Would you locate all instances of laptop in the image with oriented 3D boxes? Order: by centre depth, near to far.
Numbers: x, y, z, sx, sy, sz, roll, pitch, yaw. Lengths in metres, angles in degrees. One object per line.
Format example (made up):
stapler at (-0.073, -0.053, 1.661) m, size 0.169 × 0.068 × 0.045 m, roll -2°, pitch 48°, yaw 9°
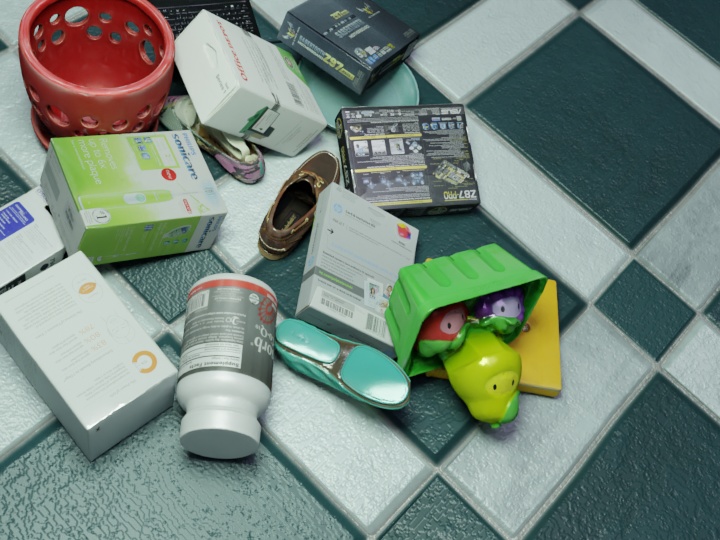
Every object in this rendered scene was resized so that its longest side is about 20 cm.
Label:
laptop at (-0.233, -0.395, 1.441) m, size 0.175 × 0.103 × 0.202 m, roll -10°, pitch 69°, yaw -21°

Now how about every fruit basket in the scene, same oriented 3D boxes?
fruit basket at (0.148, 0.087, 1.194) m, size 0.212 × 0.157 × 0.217 m, roll 9°, pitch 45°, yaw -9°

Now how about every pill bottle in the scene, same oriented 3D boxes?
pill bottle at (-0.162, 0.116, 1.138) m, size 0.114 × 0.116 × 0.202 m, roll 7°, pitch 58°, yaw -10°

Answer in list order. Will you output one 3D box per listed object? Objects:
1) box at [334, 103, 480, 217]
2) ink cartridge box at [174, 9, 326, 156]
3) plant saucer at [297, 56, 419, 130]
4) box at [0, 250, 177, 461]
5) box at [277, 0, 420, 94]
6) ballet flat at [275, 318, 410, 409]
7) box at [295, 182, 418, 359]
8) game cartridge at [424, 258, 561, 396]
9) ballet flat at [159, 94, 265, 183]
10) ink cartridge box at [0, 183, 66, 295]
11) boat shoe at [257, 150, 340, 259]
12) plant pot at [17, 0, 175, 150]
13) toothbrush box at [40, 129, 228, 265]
box at (0.070, -0.163, 1.391) m, size 0.197 × 0.049 × 0.164 m, roll -6°, pitch 75°, yaw -18°
ink cartridge box at (-0.158, -0.262, 1.331) m, size 0.199 × 0.084 × 0.147 m, roll 13°, pitch 45°, yaw -54°
plant saucer at (-0.007, -0.280, 1.474) m, size 0.197 × 0.036 × 0.202 m, roll 7°, pitch 57°, yaw -11°
box at (-0.327, 0.100, 1.114) m, size 0.124 × 0.098 × 0.200 m, roll -33°, pitch 71°, yaw -30°
box at (-0.014, -0.362, 1.442) m, size 0.157 × 0.051 × 0.200 m, roll 35°, pitch 38°, yaw 7°
ballet flat at (-0.021, 0.123, 1.193) m, size 0.198 × 0.071 × 0.068 m, roll 25°, pitch 66°, yaw 16°
box at (0.000, 0.000, 1.267) m, size 0.155 × 0.041 × 0.202 m, roll 27°, pitch 54°, yaw -25°
game cartridge at (0.180, 0.078, 1.307) m, size 0.197 × 0.033 × 0.178 m, roll 10°, pitch 57°, yaw -6°
ballet flat at (-0.214, -0.205, 1.350) m, size 0.199 × 0.071 × 0.069 m, roll 38°, pitch 60°, yaw 10°
ink cartridge box at (-0.458, -0.021, 1.190) m, size 0.199 × 0.039 × 0.099 m, roll -37°, pitch 74°, yaw -29°
boat shoe at (-0.079, -0.103, 1.325) m, size 0.070 × 0.071 × 0.201 m, roll 25°, pitch 55°, yaw 3°
plant pot at (-0.355, -0.254, 1.275) m, size 0.197 × 0.183 × 0.203 m, roll 6°, pitch 57°, yaw -10°
toothbrush box at (-0.296, -0.098, 1.229) m, size 0.198 × 0.086 × 0.147 m, roll -8°, pitch 60°, yaw -37°
